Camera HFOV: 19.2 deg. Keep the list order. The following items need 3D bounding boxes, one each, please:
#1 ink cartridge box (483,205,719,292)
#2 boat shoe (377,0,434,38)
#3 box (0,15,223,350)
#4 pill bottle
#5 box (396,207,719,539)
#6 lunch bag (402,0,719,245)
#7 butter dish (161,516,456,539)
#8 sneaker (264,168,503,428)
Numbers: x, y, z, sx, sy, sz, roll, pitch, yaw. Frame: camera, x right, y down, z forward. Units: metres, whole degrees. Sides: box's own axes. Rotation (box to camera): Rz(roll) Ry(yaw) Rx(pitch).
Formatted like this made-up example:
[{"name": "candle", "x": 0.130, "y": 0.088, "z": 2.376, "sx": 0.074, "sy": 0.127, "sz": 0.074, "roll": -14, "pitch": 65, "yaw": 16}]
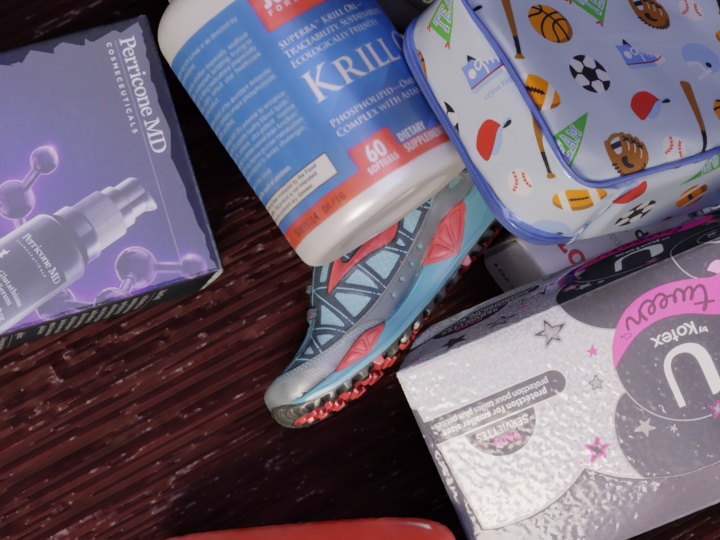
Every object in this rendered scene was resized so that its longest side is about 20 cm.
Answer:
[{"name": "ink cartridge box", "x": 0.195, "y": -0.017, "z": 1.232, "sx": 0.200, "sy": 0.086, "sz": 0.147, "roll": -39, "pitch": 93, "yaw": -13}, {"name": "boat shoe", "x": 0.084, "y": -0.143, "z": 1.204, "sx": 0.201, "sy": 0.061, "sz": 0.072, "roll": 18, "pitch": 53, "yaw": -7}, {"name": "box", "x": -0.191, "y": -0.036, "z": 1.147, "sx": 0.200, "sy": 0.104, "sz": 0.148, "roll": -18, "pitch": 87, "yaw": -12}, {"name": "pill bottle", "x": -0.037, "y": -0.112, "z": 1.129, "sx": 0.112, "sy": 0.112, "sz": 0.200, "roll": -34, "pitch": 85, "yaw": -13}, {"name": "box", "x": 0.136, "y": 0.062, "z": 1.117, "sx": 0.200, "sy": 0.115, "sz": 0.132, "roll": -23, "pitch": 95, "yaw": 9}, {"name": "lunch bag", "x": 0.127, "y": -0.103, "z": 1.120, "sx": 0.200, "sy": 0.076, "sz": 0.160, "roll": -15, "pitch": 66, "yaw": -40}, {"name": "butter dish", "x": -0.002, "y": 0.233, "z": 1.143, "sx": 0.200, "sy": 0.148, "sz": 0.200, "roll": -9, "pitch": 83, "yaw": 29}, {"name": "sneaker", "x": 0.000, "y": 0.000, "z": 1.205, "sx": 0.095, "sy": 0.079, "sz": 0.200, "roll": 39, "pitch": 70, "yaw": 5}]
